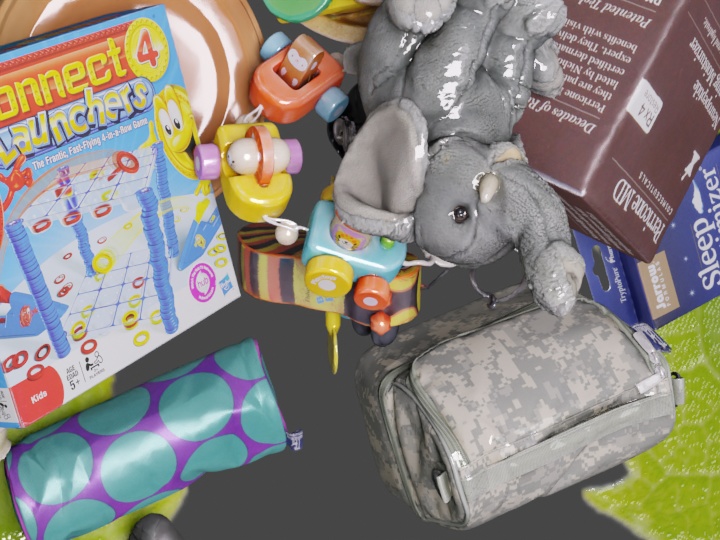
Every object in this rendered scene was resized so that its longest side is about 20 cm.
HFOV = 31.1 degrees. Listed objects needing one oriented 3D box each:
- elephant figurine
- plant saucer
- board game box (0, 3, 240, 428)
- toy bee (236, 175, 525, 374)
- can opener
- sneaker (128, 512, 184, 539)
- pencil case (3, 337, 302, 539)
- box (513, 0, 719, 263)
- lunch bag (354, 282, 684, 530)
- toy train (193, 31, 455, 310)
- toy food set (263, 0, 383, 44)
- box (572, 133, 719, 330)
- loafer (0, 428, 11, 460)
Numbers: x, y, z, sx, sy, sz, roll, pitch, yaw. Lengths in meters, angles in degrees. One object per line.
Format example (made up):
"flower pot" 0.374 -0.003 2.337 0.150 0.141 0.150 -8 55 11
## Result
"elephant figurine" 0.052 -0.062 0.749 0.139 0.155 0.203 3 75 1
"plant saucer" -0.153 -0.126 0.870 0.197 0.037 0.203 -4 102 -20
"board game box" -0.175 -0.039 0.775 0.199 0.055 0.199 -34 116 -48
"toy bee" 0.000 0.000 0.870 0.197 0.109 0.132 -16 105 19
"can opener" 0.014 -0.043 0.939 0.078 0.063 0.203 -3 101 -22
"sneaker" -0.104 0.249 0.953 0.090 0.076 0.202 -35 119 -20
"pencil case" -0.145 0.124 0.895 0.198 0.085 0.093 -23 132 -16
"box" 0.157 -0.144 0.890 0.202 0.163 0.166 -62 149 0
"lunch bag" 0.116 0.102 0.951 0.198 0.167 0.141 -20 108 -17
"toy train" -0.018 -0.074 0.824 0.150 0.056 0.200 -33 73 -32
"toy food set" 0.018 -0.242 0.851 0.197 0.049 0.201 -9 78 14
"box" 0.273 -0.035 1.063 0.198 0.032 0.123 -26 109 -14
"loafer" -0.306 0.161 0.848 0.199 0.076 0.069 -35 113 -2
